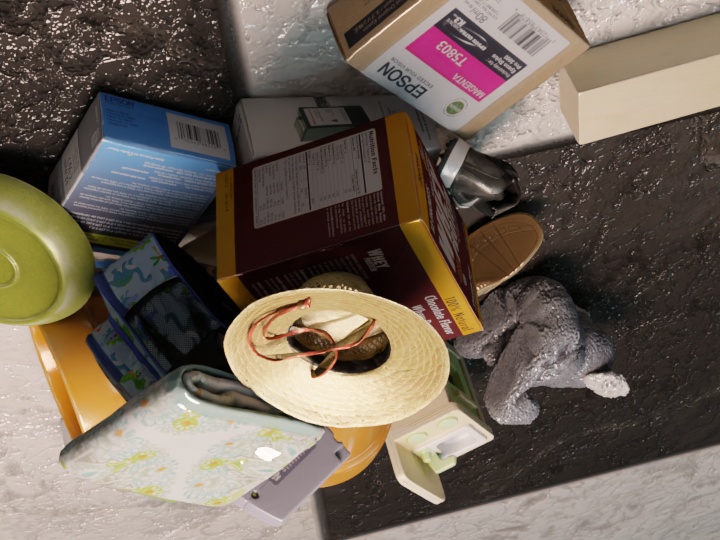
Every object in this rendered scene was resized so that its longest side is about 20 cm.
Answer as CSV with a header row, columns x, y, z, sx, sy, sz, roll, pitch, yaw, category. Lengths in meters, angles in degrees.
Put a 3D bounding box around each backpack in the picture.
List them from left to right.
x,y,z,sx,sy,sz,roll,pitch,yaw,category
-0.187,0.072,1.192,0.147,0.200,0.183,-37,147,-5,backpack

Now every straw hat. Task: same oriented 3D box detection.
x,y,z,sx,sy,sz,roll,pitch,yaw,category
-0.018,0.049,1.059,0.200,0.085,0.202,2,136,2,straw hat

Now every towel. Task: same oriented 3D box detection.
x,y,z,sx,sy,sz,roll,pitch,yaw,category
-0.153,0.162,1.115,0.171,0.048,0.200,-36,141,25,towel

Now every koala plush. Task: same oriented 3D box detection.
x,y,z,sx,sy,sz,roll,pitch,yaw,category
0.268,0.105,1.594,0.199,0.178,0.184,16,124,-34,koala plush

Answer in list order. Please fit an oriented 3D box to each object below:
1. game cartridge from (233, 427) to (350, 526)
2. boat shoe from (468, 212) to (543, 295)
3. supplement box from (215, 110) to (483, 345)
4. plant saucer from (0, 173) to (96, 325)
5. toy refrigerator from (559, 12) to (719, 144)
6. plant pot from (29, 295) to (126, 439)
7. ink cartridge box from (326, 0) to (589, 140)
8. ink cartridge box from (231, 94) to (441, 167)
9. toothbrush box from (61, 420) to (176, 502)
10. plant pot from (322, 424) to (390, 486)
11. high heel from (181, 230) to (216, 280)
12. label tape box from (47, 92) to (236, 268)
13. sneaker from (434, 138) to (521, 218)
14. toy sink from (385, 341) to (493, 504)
x,y,z,sx,sy,sz,roll,pitch,yaw,category
-0.124,0.173,1.281,0.133,0.200,0.041,-40,171,-31,game cartridge
0.150,-0.006,1.480,0.200,0.072,0.065,-43,175,26,boat shoe
-0.009,-0.017,1.154,0.199,0.133,0.197,-17,142,14,supplement box
-0.367,-0.012,1.193,0.199,0.031,0.201,7,130,8,plant saucer
0.315,-0.208,1.257,0.199,0.070,0.076,-16,139,-2,toy refrigerator
-0.259,0.103,1.357,0.183,0.200,0.201,-22,149,-20,plant pot
0.096,-0.229,1.125,0.165,0.075,0.200,-37,142,25,ink cartridge box
-0.034,-0.104,1.236,0.199,0.084,0.146,-4,143,-16,ink cartridge box
-0.279,0.229,1.601,0.145,0.086,0.200,-35,143,24,toothbrush box
-0.047,0.141,1.430,0.199,0.201,0.183,-7,157,-14,plant pot
-0.149,0.023,1.374,0.199,0.072,0.143,1,137,-39,high heel
-0.236,-0.081,1.202,0.143,0.066,0.200,10,143,-33,label tape box
0.127,-0.089,1.265,0.067,0.090,0.200,-64,174,0,sneaker
0.100,0.194,1.613,0.112,0.201,0.130,-29,143,18,toy sink
